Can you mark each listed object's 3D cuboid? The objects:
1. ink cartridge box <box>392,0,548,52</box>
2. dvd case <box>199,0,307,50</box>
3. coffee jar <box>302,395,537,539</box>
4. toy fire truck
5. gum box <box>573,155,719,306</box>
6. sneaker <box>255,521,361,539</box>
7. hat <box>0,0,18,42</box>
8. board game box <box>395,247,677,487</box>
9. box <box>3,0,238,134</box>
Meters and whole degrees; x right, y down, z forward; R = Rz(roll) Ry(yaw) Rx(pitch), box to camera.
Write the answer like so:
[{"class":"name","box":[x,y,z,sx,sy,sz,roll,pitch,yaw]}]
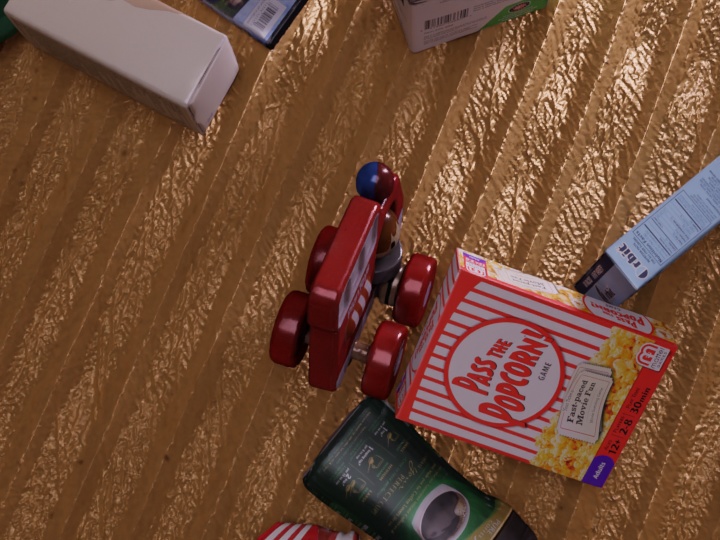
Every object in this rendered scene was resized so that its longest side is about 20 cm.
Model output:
[{"class":"ink cartridge box","box":[0.100,-0.289,1.022,0.144,0.200,0.085,-18,79,-1]},{"class":"dvd case","box":[-0.126,-0.329,1.130,0.199,0.018,0.143,35,83,8]},{"class":"coffee jar","box":[0.053,0.208,0.998,0.199,0.085,0.104,40,74,8]},{"class":"toy fire truck","box":[0.000,0.000,0.978,0.111,0.169,0.201,18,52,9]},{"class":"gum box","box":[0.284,-0.047,0.990,0.199,0.170,0.045,-38,81,-5]},{"class":"sneaker","box":[-0.072,0.320,1.000,0.114,0.079,0.203,10,69,12]},{"class":"hat","box":[-0.442,-0.282,1.135,0.198,0.175,0.168,12,76,-34]},{"class":"board game box","box":[0.146,0.086,0.981,0.197,0.046,0.153,19,114,-6]},{"class":"box","box":[-0.221,-0.216,1.077,0.198,0.095,0.078,28,82,5]}]
